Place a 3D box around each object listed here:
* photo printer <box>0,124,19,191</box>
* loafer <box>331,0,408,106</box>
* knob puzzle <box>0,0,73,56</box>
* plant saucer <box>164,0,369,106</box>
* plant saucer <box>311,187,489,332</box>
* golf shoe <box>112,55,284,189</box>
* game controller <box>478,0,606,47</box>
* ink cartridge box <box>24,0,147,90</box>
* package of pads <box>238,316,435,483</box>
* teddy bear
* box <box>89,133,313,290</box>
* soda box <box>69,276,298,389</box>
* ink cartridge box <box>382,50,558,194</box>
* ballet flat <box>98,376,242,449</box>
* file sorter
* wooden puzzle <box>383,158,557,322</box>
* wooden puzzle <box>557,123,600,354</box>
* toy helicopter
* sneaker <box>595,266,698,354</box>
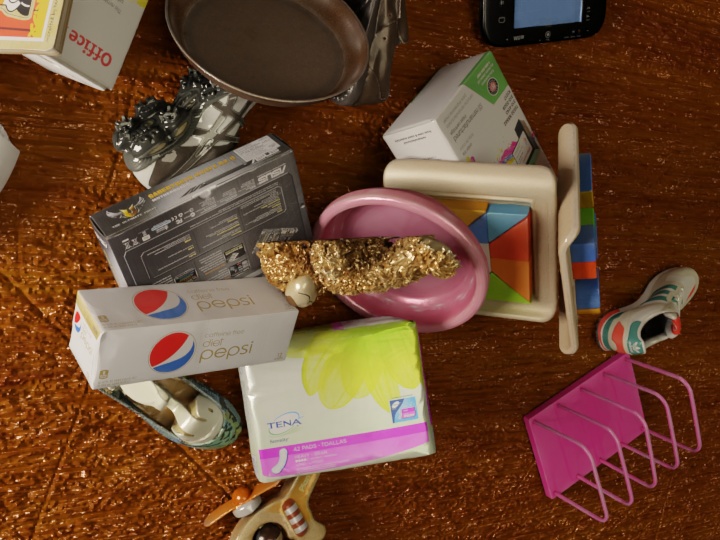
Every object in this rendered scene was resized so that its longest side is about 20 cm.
[{"bbox_3d":[-0.404,-0.105,0.637,0.200,0.069,0.167,45,77,-27],"label":"photo printer"},{"bbox_3d":[0.017,-0.274,0.842,0.071,0.073,0.201,9,99,-40],"label":"loafer"},{"bbox_3d":[-0.292,-0.253,0.564,0.221,0.219,0.030,-70,162,-1],"label":"knob puzzle"},{"bbox_3d":[-0.090,-0.228,0.751,0.199,0.032,0.201,11,55,-15],"label":"plant saucer"},{"bbox_3d":[0.045,-0.016,0.842,0.201,0.200,0.051,50,43,-26],"label":"plant saucer"},{"bbox_3d":[-0.150,-0.151,0.776,0.200,0.078,0.095,-38,137,-20],"label":"golf shoe"},{"bbox_3d":[0.228,-0.337,0.954,0.199,0.042,0.105,-14,105,-25],"label":"game controller"},{"bbox_3d":[-0.247,-0.276,0.648,0.201,0.083,0.145,-69,157,-2],"label":"ink cartridge box"},{"bbox_3d":[-0.027,0.134,0.838,0.199,0.068,0.155,-9,91,-6],"label":"package of pads"},{"bbox_3d":[0.000,0.000,0.745,0.199,0.145,0.067,-3,91,-5],"label":"teddy bear"},{"bbox_3d":[-0.146,-0.025,0.773,0.199,0.048,0.159,-30,134,-21],"label":"box"},{"bbox_3d":[-0.163,0.054,0.727,0.199,0.068,0.064,-5,124,-38],"label":"soda box"},{"bbox_3d":[0.137,-0.124,0.896,0.200,0.084,0.145,55,53,-24],"label":"ink cartridge box"},{"bbox_3d":[-0.198,0.137,0.793,0.200,0.074,0.074,38,80,-28],"label":"ballet flat"},{"bbox_3d":[0.358,0.232,1.077,0.199,0.125,0.140,-28,111,-22],"label":"file sorter"},{"bbox_3d":[0.123,-0.026,0.852,0.037,0.184,0.201,-62,150,-45],"label":"wooden puzzle"},{"bbox_3d":[0.246,-0.034,0.869,0.200,0.046,0.186,74,21,-46],"label":"wooden puzzle"},{"bbox_3d":[-0.089,0.263,0.885,0.132,0.079,0.201,34,71,-20],"label":"toy helicopter"},{"bbox_3d":[0.438,0.063,1.109,0.199,0.093,0.071,-29,112,-21],"label":"sneaker"}]
